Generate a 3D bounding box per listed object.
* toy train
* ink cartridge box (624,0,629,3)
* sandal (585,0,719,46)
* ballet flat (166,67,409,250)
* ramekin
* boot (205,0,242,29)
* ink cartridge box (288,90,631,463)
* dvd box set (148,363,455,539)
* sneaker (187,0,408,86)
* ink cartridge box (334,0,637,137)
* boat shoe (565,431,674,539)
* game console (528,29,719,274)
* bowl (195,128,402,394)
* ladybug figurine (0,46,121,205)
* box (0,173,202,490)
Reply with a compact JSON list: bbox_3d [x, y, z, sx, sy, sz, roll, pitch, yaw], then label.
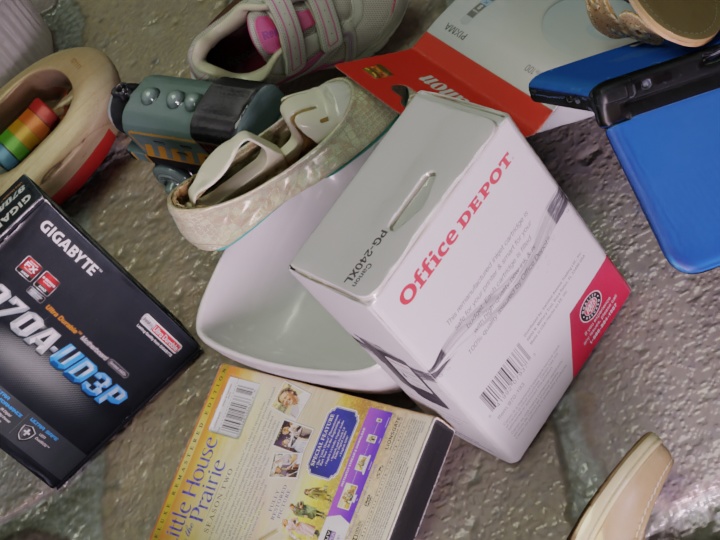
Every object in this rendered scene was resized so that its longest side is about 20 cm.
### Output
[{"bbox_3d":[-0.114,-0.106,1.398,0.199,0.114,0.085,14,66,42],"label":"toy train"},{"bbox_3d":[0.207,-0.280,1.321,0.146,0.084,0.200,-49,45,-6],"label":"ink cartridge box"},{"bbox_3d":[0.182,-0.189,1.181,0.212,0.077,0.070,-96,29,-47],"label":"sandal"},{"bbox_3d":[-0.053,-0.088,1.269,0.200,0.062,0.068,-39,43,3],"label":"ballet flat"},{"bbox_3d":[-0.379,-0.191,1.645,0.200,0.105,0.201,-29,35,22],"label":"ramekin"},{"bbox_3d":[-0.091,-0.276,1.550,0.186,0.064,0.200,-30,46,-6],"label":"boot"},{"bbox_3d":[0.067,0.005,1.114,0.083,0.200,0.146,24,73,44],"label":"ink cartridge box"},{"bbox_3d":[-0.044,0.150,1.192,0.199,0.029,0.147,10,72,40],"label":"dvd box set"},{"bbox_3d":[-0.052,-0.189,1.411,0.199,0.088,0.082,-28,89,9],"label":"sneaker"},{"bbox_3d":[0.105,-0.155,1.251,0.199,0.047,0.160,-17,36,-28],"label":"ink cartridge box"},{"bbox_3d":[0.140,0.188,1.024,0.065,0.072,0.200,28,67,8],"label":"boat shoe"},{"bbox_3d":[0.235,-0.091,1.133,0.199,0.119,0.171,-18,14,-16],"label":"game console"},{"bbox_3d":[0.000,0.000,1.260,0.199,0.075,0.201,10,63,41],"label":"bowl"},{"bbox_3d":[-0.282,-0.106,1.548,0.200,0.072,0.136,-43,49,-1],"label":"ladybug figurine"},{"bbox_3d":[-0.235,0.050,1.301,0.159,0.200,0.046,-44,40,-3],"label":"box"}]
